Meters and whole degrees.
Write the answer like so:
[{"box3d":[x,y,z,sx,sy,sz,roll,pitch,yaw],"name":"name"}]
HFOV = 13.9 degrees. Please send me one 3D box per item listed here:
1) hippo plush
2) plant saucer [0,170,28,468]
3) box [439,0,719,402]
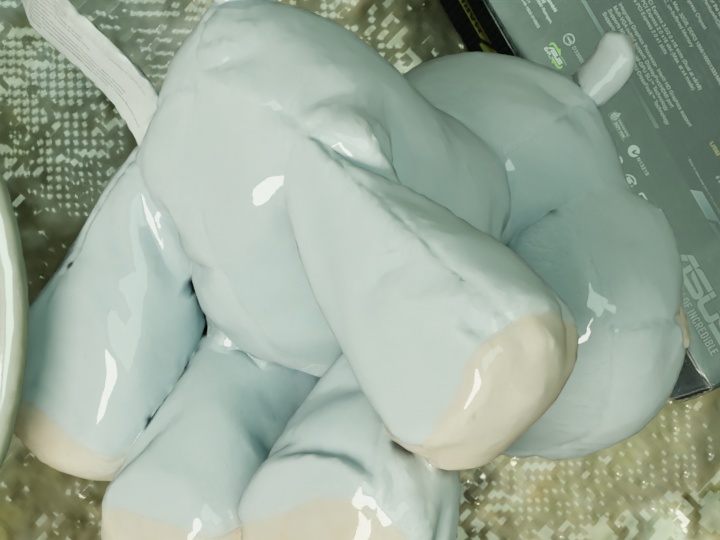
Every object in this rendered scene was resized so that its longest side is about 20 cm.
[{"box3d":[0.000,0.000,0.819,0.159,0.160,0.201,-40,71,29],"name":"hippo plush"},{"box3d":[-0.178,0.012,0.797,0.199,0.050,0.201,0,89,13],"name":"plant saucer"},{"box3d":[0.117,-0.084,0.919,0.157,0.051,0.201,-31,89,-11],"name":"box"}]
